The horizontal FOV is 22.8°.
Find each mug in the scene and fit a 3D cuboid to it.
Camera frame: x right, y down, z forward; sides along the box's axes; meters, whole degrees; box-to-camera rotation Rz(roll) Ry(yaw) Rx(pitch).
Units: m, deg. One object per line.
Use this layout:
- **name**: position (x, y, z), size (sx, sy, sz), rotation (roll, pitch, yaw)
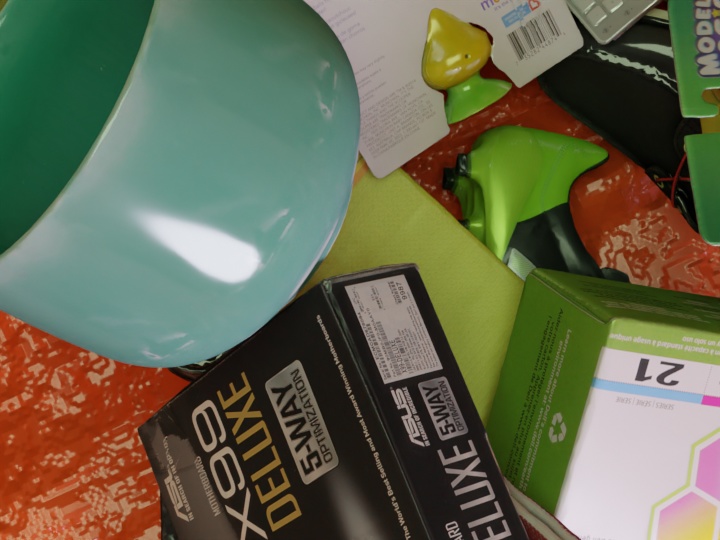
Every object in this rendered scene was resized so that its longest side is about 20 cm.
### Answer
- **mug**: position (-0.066, -0.056, 0.658), size (0.114, 0.152, 0.186), rotation (30, 82, -32)

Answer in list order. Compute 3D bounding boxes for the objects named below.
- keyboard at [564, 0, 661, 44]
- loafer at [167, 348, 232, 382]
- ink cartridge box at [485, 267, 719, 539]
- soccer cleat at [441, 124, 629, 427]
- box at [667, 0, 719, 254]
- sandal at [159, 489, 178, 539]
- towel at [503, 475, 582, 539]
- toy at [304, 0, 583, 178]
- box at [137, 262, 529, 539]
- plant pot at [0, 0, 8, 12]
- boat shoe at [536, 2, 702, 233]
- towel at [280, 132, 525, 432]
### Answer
- **keyboard**: position (0.164, -0.179, 0.761), size (0.200, 0.011, 0.056), rotation (-40, 69, 8)
- **loafer**: position (-0.044, -0.044, 0.804), size (0.073, 0.072, 0.201), rotation (22, 89, 4)
- **ink cartridge box**: position (0.122, 0.113, 0.738), size (0.147, 0.076, 0.201), rotation (9, 102, -23)
- **soccer cleat**: position (0.079, 0.035, 0.798), size (0.081, 0.068, 0.201), rotation (2, 86, -9)
- **box**: position (0.210, -0.050, 0.712), size (0.199, 0.048, 0.118), rotation (5, 68, -21)
- **sandal**: position (-0.057, 0.123, 0.816), size (0.075, 0.045, 0.201), rotation (17, 102, 10)
- **towel**: position (0.022, 0.153, 0.734), size (0.144, 0.023, 0.201), rotation (38, 127, 40)
- **toy**: position (-0.001, -0.152, 0.740), size (0.115, 0.047, 0.201), rotation (-33, 101, -18)
- **box**: position (0.000, 0.119, 0.692), size (0.050, 0.158, 0.201), rotation (-12, 74, -39)
- **plant pot**: position (-0.142, -0.140, 0.776), size (0.187, 0.187, 0.201), rotation (-30, 99, 2)
- **boat shoe**: position (0.163, -0.051, 0.785), size (0.201, 0.074, 0.063), rotation (29, 60, 2)
- **towel**: position (0.000, 0.000, 0.748), size (0.200, 0.018, 0.086), rotation (42, 89, -4)
